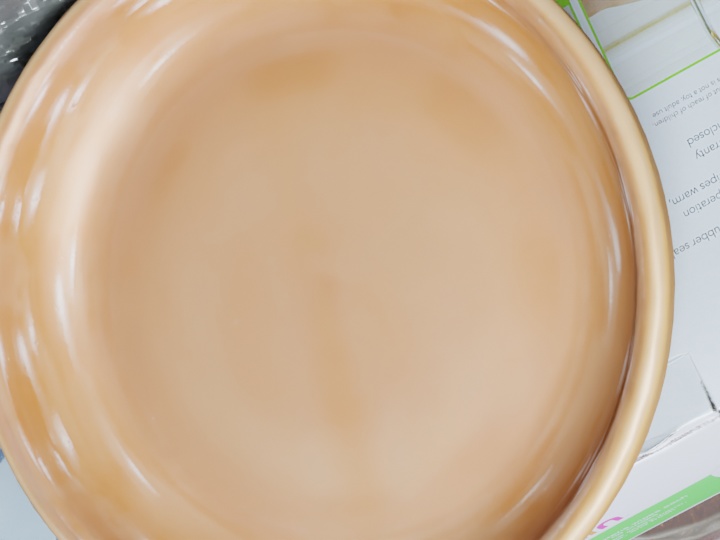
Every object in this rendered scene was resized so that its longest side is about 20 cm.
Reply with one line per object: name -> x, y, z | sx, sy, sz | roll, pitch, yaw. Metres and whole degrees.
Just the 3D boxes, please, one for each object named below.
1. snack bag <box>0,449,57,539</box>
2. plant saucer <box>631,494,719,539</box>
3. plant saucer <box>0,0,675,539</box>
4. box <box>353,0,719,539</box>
snack bag -> -0.069, 0.075, 0.926 | 0.200, 0.189, 0.021 | -17, 148, -8
plant saucer -> 0.084, 0.023, 0.992 | 0.200, 0.200, 0.035 | -29, -155, 16
plant saucer -> -0.010, 0.003, 0.792 | 0.200, 0.200, 0.037 | -30, 170, 20
box -> 0.064, -0.021, 0.846 | 0.200, 0.177, 0.097 | -30, 161, 17
